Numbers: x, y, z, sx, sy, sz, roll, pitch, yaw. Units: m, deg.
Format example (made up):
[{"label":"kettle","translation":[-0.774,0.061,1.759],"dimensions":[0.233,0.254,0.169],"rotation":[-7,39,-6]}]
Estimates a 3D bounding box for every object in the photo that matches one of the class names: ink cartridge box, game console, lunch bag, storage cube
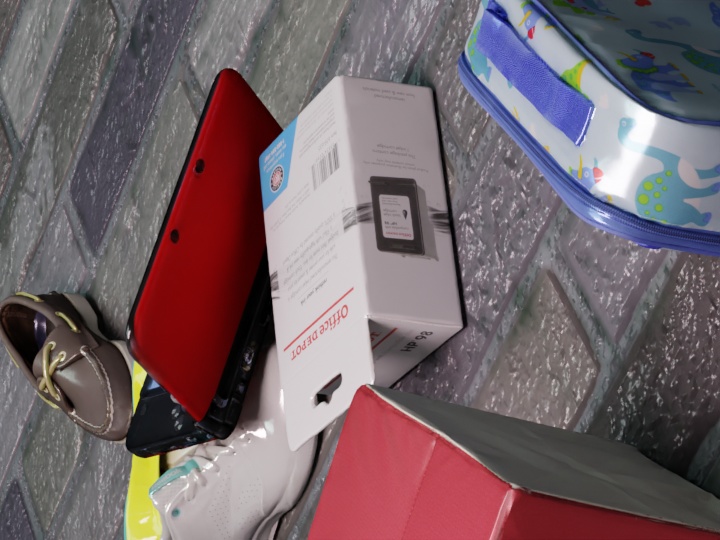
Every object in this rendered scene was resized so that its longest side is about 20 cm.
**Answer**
[{"label":"ink cartridge box","translation":[0.000,0.000,1.713],"dimensions":[0.116,0.067,0.200],"rotation":[-41,48,52]},{"label":"game console","translation":[-0.113,-0.002,1.811],"dimensions":[0.172,0.119,0.200],"rotation":[-18,47,54]},{"label":"lunch bag","translation":[0.143,-0.078,1.349],"dimensions":[0.200,0.161,0.082],"rotation":[52,129,53]},{"label":"storage cube","translation":[0.080,0.176,1.391],"dimensions":[0.171,0.200,0.180],"rotation":[31,106,61]}]

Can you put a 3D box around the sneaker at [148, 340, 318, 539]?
[{"label":"sneaker","translation":[-0.090,0.132,1.839],"dimensions":[0.075,0.088,0.200],"rotation":[57,134,53]}]

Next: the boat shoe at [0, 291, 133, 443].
[{"label":"boat shoe","translation":[-0.212,0.069,2.102],"dimensions":[0.200,0.059,0.072],"rotation":[46,124,56]}]

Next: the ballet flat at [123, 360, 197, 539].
[{"label":"ballet flat","translation":[-0.120,0.134,1.931],"dimensions":[0.067,0.067,0.200],"rotation":[-19,65,40]}]
